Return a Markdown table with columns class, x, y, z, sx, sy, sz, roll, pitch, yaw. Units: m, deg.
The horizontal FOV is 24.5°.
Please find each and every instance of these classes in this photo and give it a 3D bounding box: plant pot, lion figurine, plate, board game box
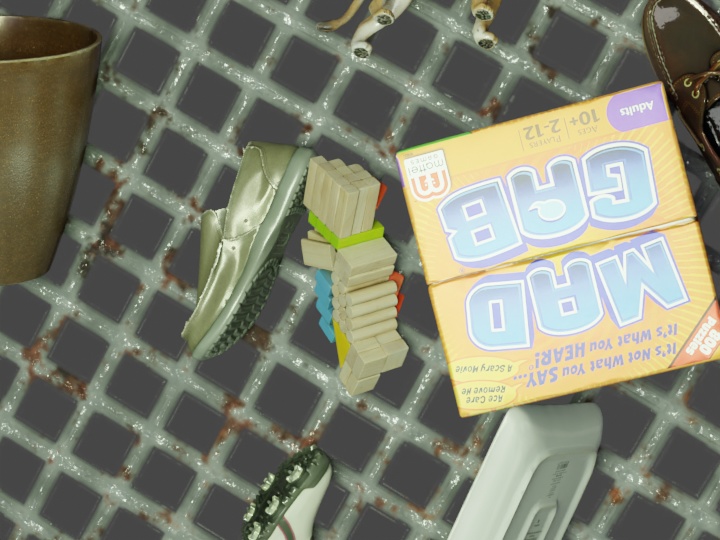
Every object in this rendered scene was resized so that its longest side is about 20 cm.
| class | x | y | z | sx | sy | sz | roll | pitch | yaw |
| --- | --- | --- | --- | --- | --- | --- | --- | --- | --- |
| plant pot | -0.306 | -0.096 | 1.379 | 0.186 | 0.187 | 0.201 | 5 | 110 | 10 |
| lion figurine | 0.068 | -0.239 | 1.334 | 0.199 | 0.073 | 0.123 | 3 | 61 | 17 |
| plate | 0.124 | 0.199 | 1.293 | 0.032 | 0.199 | 0.201 | 27 | 99 | 27 |
| board game box | 0.160 | -0.018 | 1.269 | 0.199 | 0.200 | 0.201 | -14 | 91 | 12 |

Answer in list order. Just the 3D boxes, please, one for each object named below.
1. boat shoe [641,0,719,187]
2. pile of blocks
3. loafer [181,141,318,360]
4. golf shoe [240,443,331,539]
| class | x | y | z | sx | sy | sz | roll | pitch | yaw |
| --- | --- | --- | --- | --- | --- | --- | --- | --- | --- |
| boat shoe | 0.284 | -0.135 | 1.304 | 0.070 | 0.070 | 0.201 | -30 | 87 | 10 |
| pile of blocks | 0.000 | 0.000 | 1.380 | 0.062 | 0.082 | 0.201 | -15 | 108 | -31 |
| loafer | -0.103 | -0.020 | 1.390 | 0.069 | 0.075 | 0.201 | 26 | 89 | 13 |
| golf shoe | -0.066 | 0.242 | 1.407 | 0.088 | 0.077 | 0.201 | 27 | 102 | -13 |
